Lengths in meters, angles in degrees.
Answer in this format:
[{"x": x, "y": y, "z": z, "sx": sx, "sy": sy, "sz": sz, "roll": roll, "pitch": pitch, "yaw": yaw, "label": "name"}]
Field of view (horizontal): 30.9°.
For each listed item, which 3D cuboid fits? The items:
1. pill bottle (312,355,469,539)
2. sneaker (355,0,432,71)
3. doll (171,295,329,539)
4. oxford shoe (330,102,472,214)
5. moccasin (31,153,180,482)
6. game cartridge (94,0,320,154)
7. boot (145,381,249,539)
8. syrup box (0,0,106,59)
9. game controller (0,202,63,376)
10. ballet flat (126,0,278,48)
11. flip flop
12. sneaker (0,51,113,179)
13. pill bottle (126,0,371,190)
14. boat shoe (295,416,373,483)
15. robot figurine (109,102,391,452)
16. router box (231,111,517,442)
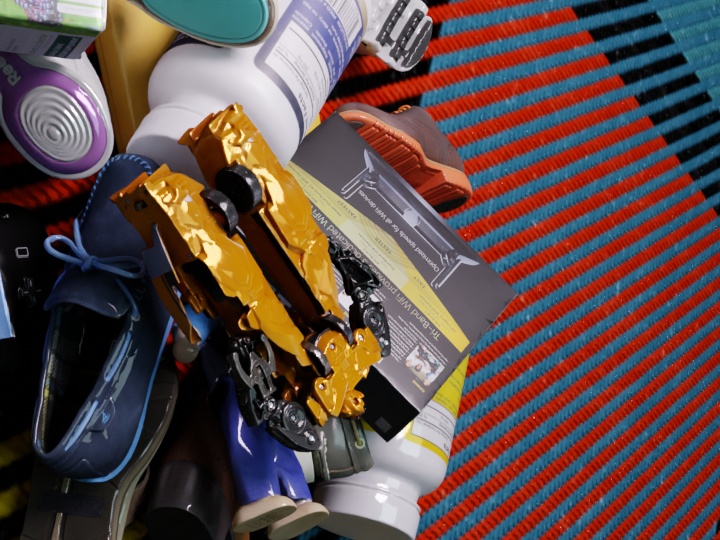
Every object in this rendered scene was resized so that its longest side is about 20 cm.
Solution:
[{"x": 0.022, "y": 0.109, "z": 1.038, "sx": 0.112, "sy": 0.111, "sz": 0.202, "roll": 38, "pitch": 57, "yaw": -43, "label": "pill bottle"}, {"x": -0.024, "y": -0.240, "z": 1.051, "sx": 0.075, "sy": 0.081, "sz": 0.200, "roll": -52, "pitch": 129, "yaw": -16, "label": "sneaker"}, {"x": -0.081, "y": 0.069, "z": 0.844, "sx": 0.136, "sy": 0.048, "sz": 0.202, "roll": 29, "pitch": 35, "yaw": -57, "label": "doll"}, {"x": 0.027, "y": -0.109, "z": 1.117, "sx": 0.199, "sy": 0.070, "sz": 0.073, "roll": 28, "pitch": 45, "yaw": -57, "label": "oxford shoe"}, {"x": -0.151, "y": 0.024, "z": 0.784, "sx": 0.068, "sy": 0.079, "sz": 0.203, "roll": 28, "pitch": 63, "yaw": -63, "label": "moccasin"}, {"x": -0.108, "y": -0.132, "z": 0.971, "sx": 0.199, "sy": 0.032, "sz": 0.179, "roll": -19, "pitch": 101, "yaw": -49, "label": "game cartridge"}, {"x": -0.094, "y": 0.146, "z": 0.935, "sx": 0.201, "sy": 0.068, "sz": 0.190, "roll": -76, "pitch": 155, "yaw": -47, "label": "boot"}, {"x": -0.239, "y": -0.170, "z": 0.696, "sx": 0.197, "sy": 0.079, "sz": 0.083, "roll": 3, "pitch": 84, "yaw": -23, "label": "syrup box"}, {"x": -0.255, "y": 0.016, "z": 0.750, "sx": 0.199, "sy": 0.042, "sz": 0.106, "roll": -8, "pitch": 92, "yaw": -53, "label": "game controller"}, {"x": -0.137, "y": -0.203, "z": 0.839, "sx": 0.069, "sy": 0.198, "sz": 0.070, "roll": 24, "pitch": 91, "yaw": -87, "label": "ballet flat"}, {"x": -0.168, "y": 0.142, "z": 0.829, "sx": 0.058, "sy": 0.080, "sz": 0.203, "roll": 80, "pitch": 20, "yaw": -67, "label": "flip flop"}, {"x": -0.223, "y": -0.144, "z": 0.803, "sx": 0.201, "sy": 0.074, "sz": 0.100, "roll": 58, "pitch": 3, "yaw": -11, "label": "sneaker"}, {"x": -0.078, "y": -0.133, "z": 0.896, "sx": 0.111, "sy": 0.110, "sz": 0.201, "roll": 53, "pitch": 49, "yaw": -33, "label": "pill bottle"}, {"x": -0.030, "y": 0.059, "z": 0.976, "sx": 0.072, "sy": 0.059, "sz": 0.204, "roll": 92, "pitch": -8, "yaw": -63, "label": "boat shoe"}, {"x": -0.058, "y": 0.010, "z": 0.790, "sx": 0.145, "sy": 0.058, "sz": 0.201, "roll": -47, "pitch": 114, "yaw": -42, "label": "robot figurine"}, {"x": 0.000, "y": 0.000, "z": 0.951, "sx": 0.200, "sy": 0.052, "sz": 0.157, "roll": 45, "pitch": 46, "yaw": 2, "label": "router box"}]
